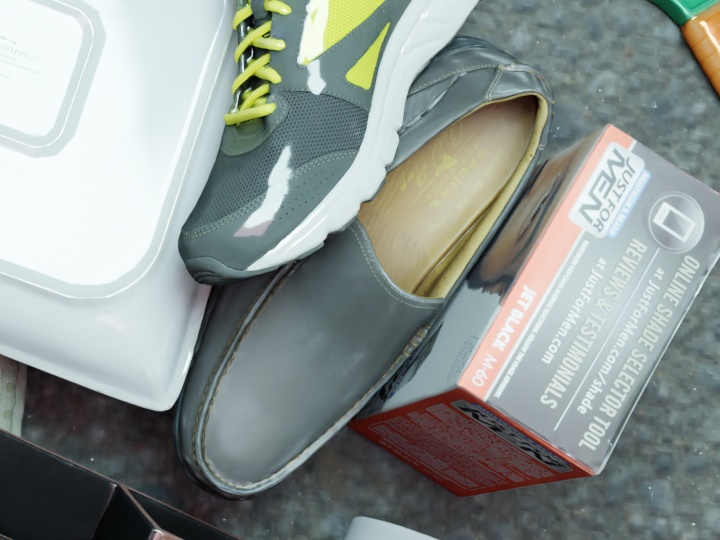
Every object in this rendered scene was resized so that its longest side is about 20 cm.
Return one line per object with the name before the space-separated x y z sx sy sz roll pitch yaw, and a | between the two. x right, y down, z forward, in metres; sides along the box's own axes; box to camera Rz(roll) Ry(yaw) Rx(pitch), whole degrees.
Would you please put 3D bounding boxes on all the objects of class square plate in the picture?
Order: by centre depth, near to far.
square plate | -0.129 -0.073 1.010 0.200 0.028 0.198 20 75 -13

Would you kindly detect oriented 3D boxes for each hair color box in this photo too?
hair color box | 0.063 0.020 1.041 0.064 0.200 0.111 32 78 -7

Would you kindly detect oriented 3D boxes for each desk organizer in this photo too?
desk organizer | -0.125 0.107 1.011 0.200 0.072 0.077 27 92 -21

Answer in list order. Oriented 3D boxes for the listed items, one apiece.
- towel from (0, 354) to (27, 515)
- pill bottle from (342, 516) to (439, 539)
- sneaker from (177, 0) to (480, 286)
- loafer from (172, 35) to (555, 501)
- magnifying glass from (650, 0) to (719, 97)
towel | -0.225 0.083 1.038 0.192 0.035 0.200 5 102 -13
pill bottle | -0.002 0.201 1.050 0.112 0.112 0.200 24 79 -7
sneaker | -0.023 -0.083 1.008 0.085 0.074 0.200 45 57 -26
loafer | 0.000 0.000 1.022 0.073 0.072 0.200 33 88 -17
magnifying glass | 0.133 -0.126 1.168 0.080 0.022 0.200 -30 87 -13
